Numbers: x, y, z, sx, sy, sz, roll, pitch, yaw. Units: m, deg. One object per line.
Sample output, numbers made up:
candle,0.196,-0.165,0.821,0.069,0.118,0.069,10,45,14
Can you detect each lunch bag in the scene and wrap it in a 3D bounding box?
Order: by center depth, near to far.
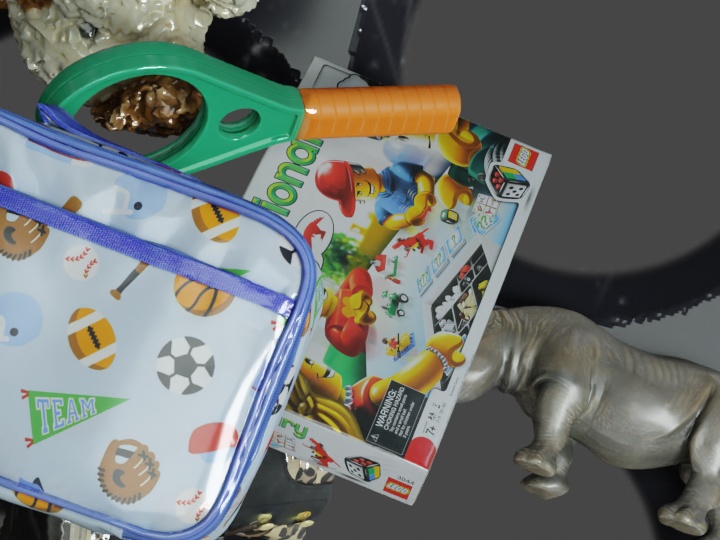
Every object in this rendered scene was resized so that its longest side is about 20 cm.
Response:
lunch bag,-0.122,0.018,0.975,0.200,0.076,0.161,22,86,6

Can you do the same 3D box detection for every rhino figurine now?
rhino figurine,0.100,0.063,1.118,0.200,0.060,0.088,22,70,1

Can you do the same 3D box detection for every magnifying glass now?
magnifying glass,-0.049,-0.071,1.057,0.200,0.080,0.022,-2,49,-23

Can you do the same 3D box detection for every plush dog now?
plush dog,-0.101,-0.157,1.101,0.200,0.160,0.172,46,106,25

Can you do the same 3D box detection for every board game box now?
board game box,0.000,0.000,1.076,0.126,0.035,0.200,22,52,2

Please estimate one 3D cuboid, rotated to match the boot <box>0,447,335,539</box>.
boot,-0.091,0.121,1.081,0.150,0.073,0.200,0,97,-37
